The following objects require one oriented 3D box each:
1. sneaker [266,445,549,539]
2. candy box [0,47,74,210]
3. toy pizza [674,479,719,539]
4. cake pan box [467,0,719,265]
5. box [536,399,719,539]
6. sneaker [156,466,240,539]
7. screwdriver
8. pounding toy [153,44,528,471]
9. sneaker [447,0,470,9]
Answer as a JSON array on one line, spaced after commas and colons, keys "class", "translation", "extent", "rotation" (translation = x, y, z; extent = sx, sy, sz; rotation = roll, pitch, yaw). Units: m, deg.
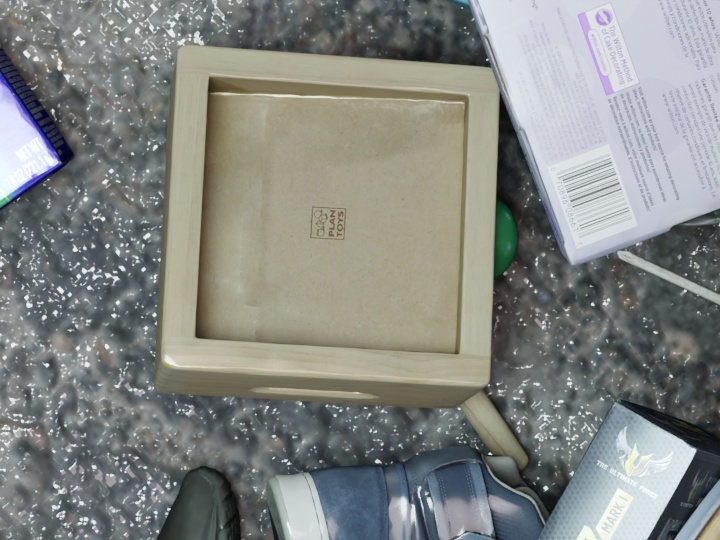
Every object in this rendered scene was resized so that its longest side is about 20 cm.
[{"class": "sneaker", "translation": [0.037, 0.181, 1.288], "extent": [0.146, 0.077, 0.202], "rotation": [-12, 118, -12]}, {"class": "candy box", "translation": [-0.268, -0.089, 1.255], "extent": [0.169, 0.077, 0.200], "rotation": [-35, 95, 0]}, {"class": "toy pizza", "translation": [0.166, 0.174, 1.250], "extent": [0.032, 0.200, 0.200], "rotation": [30, 93, 19]}, {"class": "cake pan box", "translation": [0.151, -0.119, 1.194], "extent": [0.184, 0.052, 0.200], "rotation": [-22, 98, 3]}, {"class": "box", "translation": [0.127, 0.148, 1.241], "extent": [0.051, 0.200, 0.158], "rotation": [31, 94, 19]}, {"class": "sneaker", "translation": [-0.118, 0.192, 1.294], "extent": [0.091, 0.076, 0.200], "rotation": [18, 91, 2]}, {"class": "screwdriver", "translation": [0.197, 0.026, 1.240], "extent": [0.200, 0.029, 0.028], "rotation": [21, 117, -39]}, {"class": "pounding toy", "translation": [0.000, 0.000, 1.266], "extent": [0.200, 0.142, 0.184], "rotation": [4, 80, -7]}, {"class": "sneaker", "translation": [0.048, -0.202, 1.266], "extent": [0.200, 0.080, 0.131], "rotation": [22, 94, -6]}]
